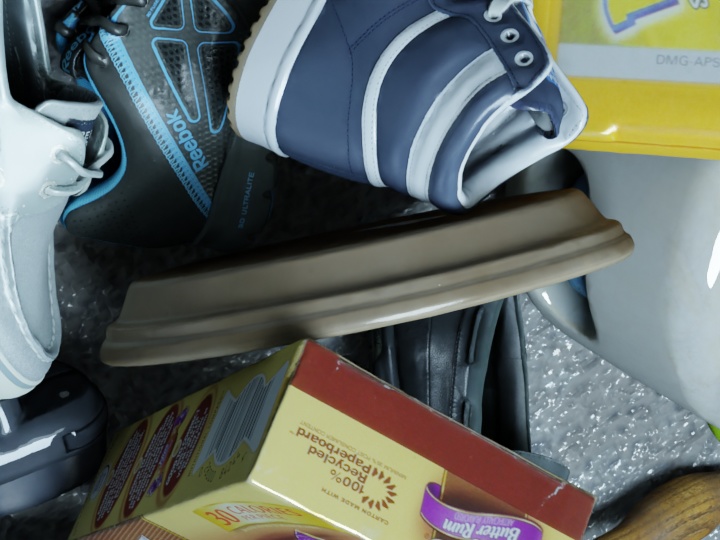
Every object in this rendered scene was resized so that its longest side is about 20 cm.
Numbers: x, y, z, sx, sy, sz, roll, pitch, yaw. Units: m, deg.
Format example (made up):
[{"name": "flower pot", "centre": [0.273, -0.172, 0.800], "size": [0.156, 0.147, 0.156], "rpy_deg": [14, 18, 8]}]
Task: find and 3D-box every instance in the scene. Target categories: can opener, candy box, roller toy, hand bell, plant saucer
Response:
[{"name": "can opener", "centre": [-0.190, 0.081, 0.740], "size": [0.200, 0.063, 0.079], "rpy_deg": [-17, 116, -20]}, {"name": "candy box", "centre": [-0.019, 0.090, 0.699], "size": [0.117, 0.200, 0.057], "rpy_deg": [30, 65, -16]}, {"name": "roller toy", "centre": [0.160, -0.037, 0.818], "size": [0.182, 0.140, 0.200], "rpy_deg": [28, 94, -44]}, {"name": "hand bell", "centre": [0.110, 0.136, 0.917], "size": [0.200, 0.104, 0.104], "rpy_deg": [-24, 123, -35]}, {"name": "plant saucer", "centre": [0.000, 0.000, 0.717], "size": [0.200, 0.200, 0.030], "rpy_deg": [-13, 93, -21]}]

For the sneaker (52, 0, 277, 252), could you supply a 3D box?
[{"name": "sneaker", "centre": [-0.067, -0.097, 0.713], "size": [0.082, 0.073, 0.200], "rpy_deg": [-2, 113, -24]}]

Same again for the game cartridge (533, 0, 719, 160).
[{"name": "game cartridge", "centre": [0.119, -0.129, 0.716], "size": [0.200, 0.032, 0.177], "rpy_deg": [5, 81, 9]}]

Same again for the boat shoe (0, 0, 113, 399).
[{"name": "boat shoe", "centre": [-0.126, -0.051, 0.681], "size": [0.071, 0.070, 0.201], "rpy_deg": [-8, 107, 9]}]

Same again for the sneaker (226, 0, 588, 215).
[{"name": "sneaker", "centre": [0.045, -0.115, 0.671], "size": [0.200, 0.108, 0.070], "rpy_deg": [-63, 156, 0]}]

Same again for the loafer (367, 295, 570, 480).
[{"name": "loafer", "centre": [0.051, 0.094, 0.797], "size": [0.070, 0.201, 0.068], "rpy_deg": [-19, 153, 22]}]
